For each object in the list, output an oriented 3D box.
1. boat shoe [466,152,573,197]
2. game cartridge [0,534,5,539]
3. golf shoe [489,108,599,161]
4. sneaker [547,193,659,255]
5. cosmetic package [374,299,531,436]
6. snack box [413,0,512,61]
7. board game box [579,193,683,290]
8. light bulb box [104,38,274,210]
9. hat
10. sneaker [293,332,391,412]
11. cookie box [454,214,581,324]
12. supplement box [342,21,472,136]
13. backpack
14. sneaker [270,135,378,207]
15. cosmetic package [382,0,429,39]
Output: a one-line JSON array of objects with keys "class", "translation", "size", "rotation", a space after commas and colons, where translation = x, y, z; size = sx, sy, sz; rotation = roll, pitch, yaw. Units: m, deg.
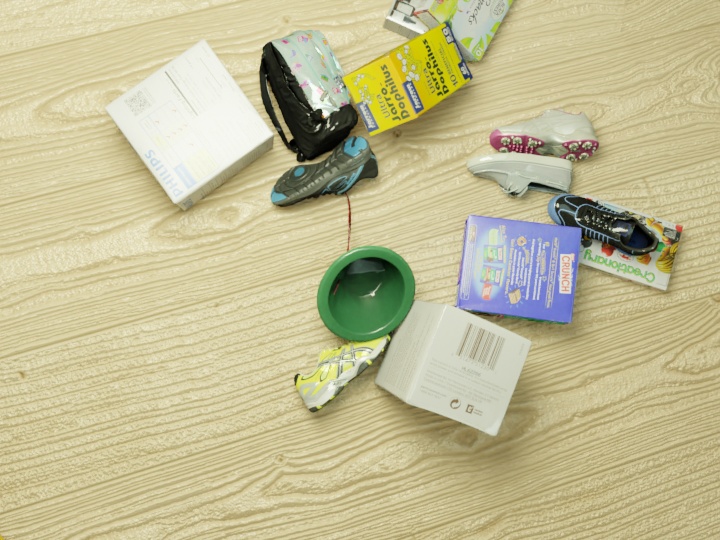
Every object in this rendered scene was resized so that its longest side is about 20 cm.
[{"class": "boat shoe", "translation": [0.290, -0.169, 1.373], "size": [0.200, 0.070, 0.072], "rotation": [3, 83, -9]}, {"class": "game cartridge", "translation": [-0.640, 0.540, 1.243], "size": [0.200, 0.032, 0.176], "rotation": [-42, 92, -8]}, {"class": "golf shoe", "translation": [0.333, -0.253, 1.392], "size": [0.199, 0.075, 0.092], "rotation": [3, 65, -5]}, {"class": "sneaker", "translation": [0.433, -0.085, 1.347], "size": [0.199, 0.078, 0.070], "rotation": [23, 85, -4]}, {"class": "cosmetic package", "translation": [0.148, 0.155, 1.265], "size": [0.167, 0.200, 0.167], "rotation": [23, 85, -13]}, {"class": "snack box", "translation": [0.201, -0.499, 1.360], "size": [0.142, 0.053, 0.200], "rotation": [34, 81, -32]}, {"class": "board game box", "translation": [0.486, -0.051, 1.408], "size": [0.199, 0.035, 0.127], "rotation": [17, 86, -5]}, {"class": "light bulb box", "translation": [-0.282, -0.240, 1.280], "size": [0.200, 0.125, 0.198], "rotation": [-36, 92, -7]}, {"class": "hat", "translation": [0.000, 0.000, 1.337], "size": [0.165, 0.176, 0.200], "rotation": [26, 104, -20]}, {"class": "sneaker", "translation": [-0.029, 0.156, 1.317], "size": [0.200, 0.075, 0.076], "rotation": [-40, 82, -13]}, {"class": "cookie box", "translation": [0.277, 0.001, 1.346], "size": [0.199, 0.075, 0.172], "rotation": [8, 86, 4]}, {"class": "supplement box", "translation": [0.083, -0.325, 1.281], "size": [0.200, 0.109, 0.109], "rotation": [-42, 110, -42]}, {"class": "backpack", "translation": [-0.090, -0.309, 1.304], "size": [0.126, 0.167, 0.200], "rotation": [-26, 87, -27]}, {"class": "sneaker", "translation": [-0.061, -0.153, 1.326], "size": [0.200, 0.082, 0.073], "rotation": [-24, 49, 11]}, {"class": "cosmetic package", "translation": [0.116, -0.524, 1.381], "size": [0.082, 0.051, 0.201], "rotation": [22, 85, -6]}]
